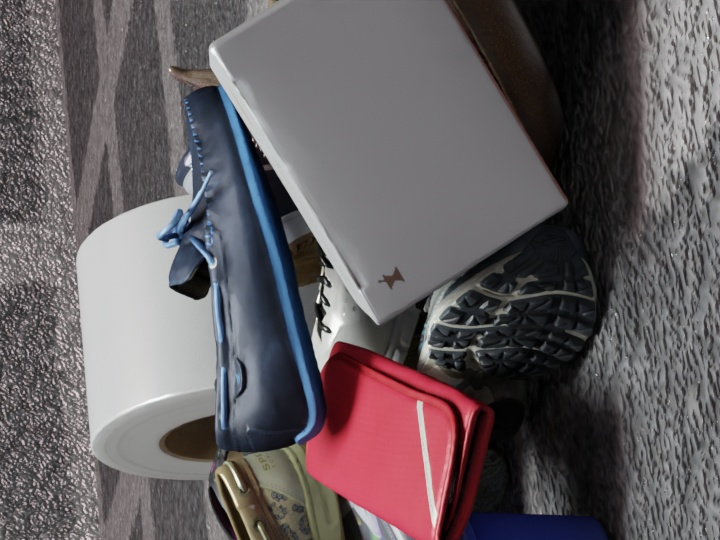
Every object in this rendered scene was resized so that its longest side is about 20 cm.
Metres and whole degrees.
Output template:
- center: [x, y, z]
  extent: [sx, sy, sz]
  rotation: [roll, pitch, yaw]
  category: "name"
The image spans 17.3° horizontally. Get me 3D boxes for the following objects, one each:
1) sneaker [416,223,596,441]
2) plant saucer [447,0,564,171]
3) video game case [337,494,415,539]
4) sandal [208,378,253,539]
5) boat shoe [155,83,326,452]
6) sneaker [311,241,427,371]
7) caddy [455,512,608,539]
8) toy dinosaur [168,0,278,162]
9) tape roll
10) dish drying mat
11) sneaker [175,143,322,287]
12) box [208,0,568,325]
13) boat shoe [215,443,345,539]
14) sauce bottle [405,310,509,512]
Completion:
- center: [0.065, 0.014, 1.213]
  extent: [0.200, 0.077, 0.087]
  rotation: [120, 155, -61]
  category: "sneaker"
- center: [0.048, -0.132, 1.187]
  extent: [0.201, 0.032, 0.200]
  rotation: [58, 177, 5]
  category: "plant saucer"
- center: [0.031, 0.201, 1.340]
  extent: [0.201, 0.023, 0.182]
  rotation: [61, 162, 10]
  category: "video game case"
- center: [-0.053, 0.159, 1.408]
  extent: [0.202, 0.048, 0.075]
  rotation: [69, 160, 0]
  category: "sandal"
- center: [-0.073, -0.002, 1.260]
  extent: [0.084, 0.068, 0.201]
  rotation: [58, -163, -70]
  category: "boat shoe"
- center: [0.000, 0.000, 1.332]
  extent: [0.201, 0.080, 0.074]
  rotation: [-64, 27, 16]
  category: "sneaker"
- center: [0.067, 0.209, 1.156]
  extent: [0.142, 0.104, 0.201]
  rotation: [114, 151, -65]
  category: "caddy"
- center: [-0.011, -0.088, 1.357]
  extent: [0.086, 0.199, 0.136]
  rotation: [33, 126, 45]
  category: "toy dinosaur"
- center: [-0.090, 0.048, 1.618]
  extent: [0.203, 0.201, 0.140]
  rotation: [116, 150, -64]
  category: "tape roll"
- center: [0.014, 0.086, 1.205]
  extent: [0.200, 0.018, 0.077]
  rotation: [-161, 83, -68]
  category: "dish drying mat"
- center: [-0.038, -0.047, 1.424]
  extent: [0.109, 0.070, 0.200]
  rotation: [49, -161, 14]
  category: "sneaker"
- center: [0.008, -0.070, 1.168]
  extent: [0.153, 0.106, 0.200]
  rotation: [59, 178, -5]
  category: "box"
- center: [-0.038, 0.199, 1.343]
  extent: [0.073, 0.062, 0.201]
  rotation: [174, 85, -69]
  category: "boat shoe"
- center: [0.035, 0.066, 1.378]
  extent: [0.200, 0.064, 0.065]
  rotation: [-108, 20, -53]
  category: "sauce bottle"
